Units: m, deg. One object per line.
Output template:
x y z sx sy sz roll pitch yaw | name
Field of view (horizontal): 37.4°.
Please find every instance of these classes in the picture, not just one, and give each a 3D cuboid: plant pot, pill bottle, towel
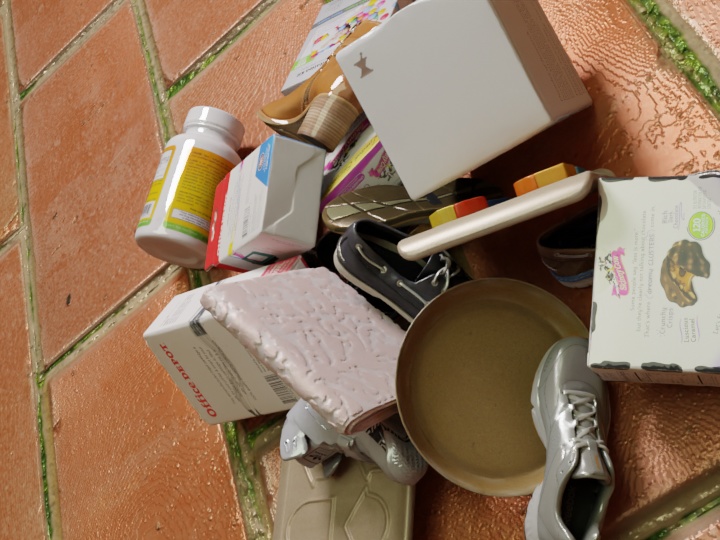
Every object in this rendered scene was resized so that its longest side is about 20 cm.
0.127 0.107 0.981 0.027 0.199 0.201 121 167 -73 | plant pot
-0.222 -0.114 1.435 0.111 0.111 0.201 -1 65 40 | pill bottle
-0.029 0.070 1.028 0.200 0.191 0.032 38 116 25 | towel

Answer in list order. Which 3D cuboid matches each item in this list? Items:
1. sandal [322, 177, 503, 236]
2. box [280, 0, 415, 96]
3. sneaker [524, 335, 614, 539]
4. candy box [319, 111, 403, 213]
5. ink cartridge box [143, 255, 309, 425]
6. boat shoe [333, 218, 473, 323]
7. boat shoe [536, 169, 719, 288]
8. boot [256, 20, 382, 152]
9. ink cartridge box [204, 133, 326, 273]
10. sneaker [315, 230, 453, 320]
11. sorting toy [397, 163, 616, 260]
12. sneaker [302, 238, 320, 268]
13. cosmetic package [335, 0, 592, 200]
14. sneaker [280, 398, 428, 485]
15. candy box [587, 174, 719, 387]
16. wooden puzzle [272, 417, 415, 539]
0.059 -0.057 1.146 0.198 0.054 0.080 -9 31 -12 | sandal
-0.007 -0.300 1.362 0.155 0.041 0.201 -17 38 34 | box
0.192 0.152 0.918 0.092 0.075 0.202 125 151 -73 | sneaker
-0.001 -0.140 1.248 0.136 0.061 0.200 -45 25 11 | candy box
-0.121 0.084 1.196 0.199 0.145 0.084 -16 28 34 | ink cartridge box
0.067 0.011 1.069 0.073 0.199 0.063 -59 -6 -36 | boat shoe
0.259 -0.043 1.001 0.199 0.072 0.073 -28 50 26 | boat shoe
-0.037 -0.218 1.242 0.155 0.073 0.200 -60 31 -4 | boot
-0.114 -0.065 1.220 0.200 0.067 0.117 -25 55 61 | ink cartridge box
0.000 0.000 1.176 0.199 0.071 0.099 13 33 42 | sneaker
0.142 -0.062 1.006 0.184 0.200 0.037 -20 90 21 | sorting toy
-0.079 -0.031 1.297 0.090 0.066 0.201 7 77 39 | sneaker
0.111 -0.195 1.087 0.167 0.200 0.167 -28 91 27 | cosmetic package
-0.010 0.170 1.050 0.115 0.075 0.200 -53 36 10 | sneaker
0.297 0.010 0.886 0.199 0.071 0.169 1 76 24 | candy box
-0.010 0.229 1.104 0.199 0.046 0.186 -18 55 39 | wooden puzzle
